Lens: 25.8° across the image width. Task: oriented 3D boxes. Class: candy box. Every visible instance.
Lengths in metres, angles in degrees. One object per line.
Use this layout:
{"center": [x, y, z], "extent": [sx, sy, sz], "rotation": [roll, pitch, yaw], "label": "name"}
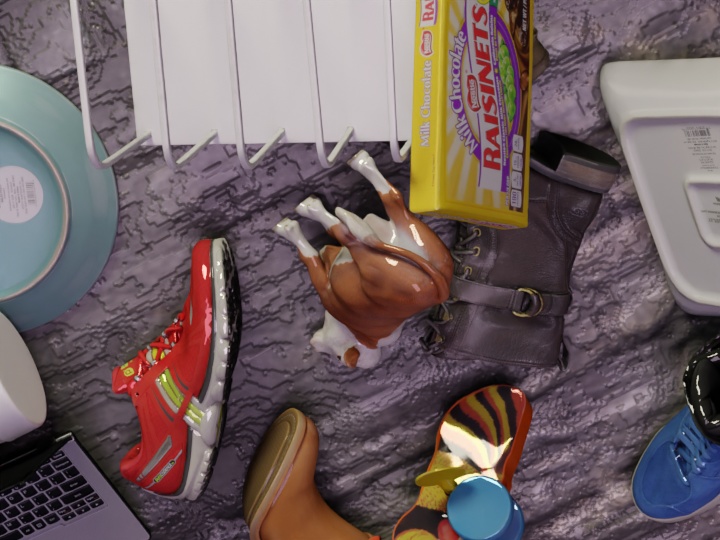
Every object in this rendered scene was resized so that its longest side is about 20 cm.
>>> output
{"center": [0.071, -0.130, 0.969], "extent": [0.026, 0.102, 0.202], "rotation": [-2, 85, 41], "label": "candy box"}

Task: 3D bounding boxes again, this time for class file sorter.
{"center": [-0.062, -0.135, 0.959], "extent": [0.199, 0.125, 0.140], "rotation": [0, 107, 10], "label": "file sorter"}

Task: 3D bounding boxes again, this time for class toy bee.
{"center": [0.060, 0.177, 1.123], "extent": [0.108, 0.201, 0.131], "rotation": [3, 140, 15], "label": "toy bee"}

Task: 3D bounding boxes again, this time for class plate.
{"center": [-0.268, -0.044, 1.087], "extent": [0.199, 0.026, 0.202], "rotation": [-1, 109, -2], "label": "plate"}
{"center": [0.246, -0.044, 1.033], "extent": [0.032, 0.199, 0.201], "rotation": [-33, 111, -26], "label": "plate"}

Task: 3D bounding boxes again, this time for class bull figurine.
{"center": [0.000, 0.000, 1.060], "extent": [0.065, 0.200, 0.122], "rotation": [-42, 93, -26], "label": "bull figurine"}

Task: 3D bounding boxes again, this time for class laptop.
{"center": [-0.267, 0.203, 1.095], "extent": [0.186, 0.116, 0.200], "rotation": [-24, 129, 6], "label": "laptop"}

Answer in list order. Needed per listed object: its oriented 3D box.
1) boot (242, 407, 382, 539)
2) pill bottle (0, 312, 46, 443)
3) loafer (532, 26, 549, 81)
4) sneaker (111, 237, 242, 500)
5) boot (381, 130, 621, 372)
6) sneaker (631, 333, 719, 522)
{"center": [-0.016, 0.203, 1.169], "extent": [0.154, 0.074, 0.201], "rotation": [12, 111, -12], "label": "boot"}
{"center": [-0.326, 0.106, 1.086], "extent": [0.199, 0.120, 0.120], "rotation": [-24, 109, 5], "label": "pill bottle"}
{"center": [0.028, -0.156, 1.038], "extent": [0.198, 0.076, 0.068], "rotation": [1, 116, -4], "label": "loafer"}
{"center": [-0.132, 0.071, 1.110], "extent": [0.084, 0.077, 0.201], "rotation": [11, 108, -2], "label": "sneaker"}
{"center": [0.077, -0.018, 1.093], "extent": [0.199, 0.069, 0.175], "rotation": [16, 109, -9], "label": "boot"}
{"center": [0.245, 0.107, 1.105], "extent": [0.111, 0.077, 0.200], "rotation": [10, 136, -47], "label": "sneaker"}
